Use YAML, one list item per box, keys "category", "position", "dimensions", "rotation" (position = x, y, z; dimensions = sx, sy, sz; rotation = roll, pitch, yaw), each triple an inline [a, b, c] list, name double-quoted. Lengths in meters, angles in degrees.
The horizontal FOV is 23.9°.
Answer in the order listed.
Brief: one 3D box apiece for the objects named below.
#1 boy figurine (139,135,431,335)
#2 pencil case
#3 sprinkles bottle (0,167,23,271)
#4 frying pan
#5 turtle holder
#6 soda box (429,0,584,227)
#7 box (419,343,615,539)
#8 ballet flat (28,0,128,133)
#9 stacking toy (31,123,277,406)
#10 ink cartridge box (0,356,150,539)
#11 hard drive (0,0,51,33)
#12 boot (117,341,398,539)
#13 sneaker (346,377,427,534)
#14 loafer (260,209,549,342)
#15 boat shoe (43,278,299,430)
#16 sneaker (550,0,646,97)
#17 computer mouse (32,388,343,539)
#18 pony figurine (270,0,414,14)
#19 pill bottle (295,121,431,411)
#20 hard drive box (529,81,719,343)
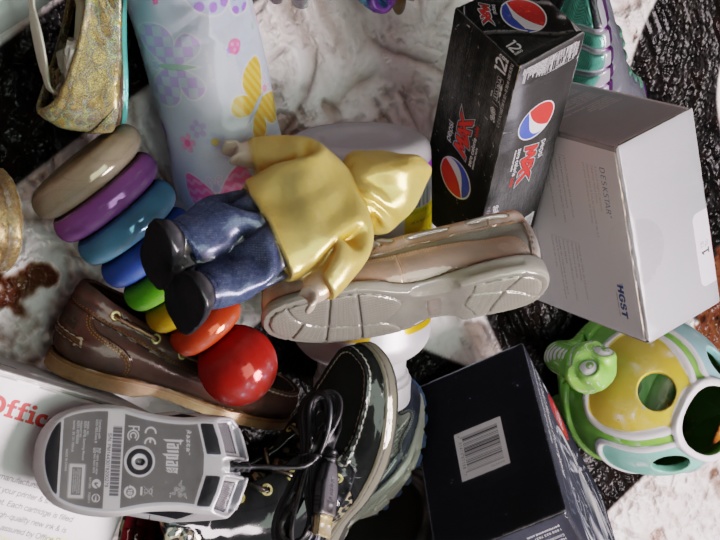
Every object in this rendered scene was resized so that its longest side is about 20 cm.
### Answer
- category: "boy figurine"
  position: [-0.043, -0.036, 1.090]
  dimensions: [0.199, 0.064, 0.125]
  rotation: [-27, 76, -32]
- category: "pencil case"
  position: [-0.102, -0.116, 1.137]
  dimensions: [0.083, 0.090, 0.202]
  rotation: [-37, 125, -46]
- category: "sprinkles bottle"
  position: [-0.307, -0.025, 1.028]
  dimensions: [0.199, 0.068, 0.069]
  rotation: [-6, 107, -34]
- category: "frying pan"
  position: [0.002, 0.236, 1.347]
  dimensions: [0.191, 0.031, 0.115]
  rotation: [-52, 126, -7]
- category: "turtle holder"
  position: [0.237, 0.092, 1.408]
  dimensions: [0.141, 0.131, 0.186]
  rotation: [-43, 124, -16]
- category: "soda box"
  position: [0.095, -0.102, 1.193]
  dimensions: [0.063, 0.071, 0.201]
  rotation: [-27, 148, -28]
- category: "box"
  position: [0.128, 0.196, 1.308]
  dimensions: [0.103, 0.201, 0.183]
  rotation: [-23, 123, 10]
- category: "ballet flat"
  position: [-0.172, -0.184, 1.050]
  dimensions: [0.070, 0.071, 0.202]
  rotation: [-4, 106, -34]
- category: "stacking toy"
  position: [-0.125, 0.004, 1.121]
  dimensions: [0.085, 0.085, 0.200]
  rotation: [-42, 105, -18]
- category: "ink cartridge box"
  position: [-0.242, 0.161, 1.118]
  dimensions: [0.144, 0.084, 0.202]
  rotation: [22, 90, -38]
- category: "hard drive"
  position: [-0.249, -0.207, 1.042]
  dimensions: [0.200, 0.026, 0.133]
  rotation: [-38, 122, -21]
- category: "boot"
  position: [-0.069, 0.139, 1.156]
  dimensions: [0.153, 0.073, 0.205]
  rotation: [7, 115, -40]
- category: "sneaker"
  position: [-0.026, 0.155, 1.278]
  dimensions: [0.085, 0.077, 0.201]
  rotation: [42, 78, -32]
- category: "loafer"
  position: [0.027, 0.002, 1.156]
  dimensions: [0.198, 0.063, 0.072]
  rotation: [-8, 149, -8]
- category: "boat shoe"
  position: [-0.120, 0.060, 1.183]
  dimensions: [0.199, 0.070, 0.071]
  rotation: [19, 97, -37]
- category: "sneaker"
  position: [0.188, -0.159, 1.347]
  dimensions: [0.087, 0.074, 0.201]
  rotation: [-34, 132, -34]
- category: "computer mouse"
  position: [-0.111, 0.124, 1.095]
  dimensions: [0.198, 0.044, 0.111]
  rotation: [6, 78, -12]
- category: "pony figurine"
  position: [0.022, -0.253, 1.135]
  dimensions: [0.165, 0.193, 0.202]
  rotation: [3, 112, 4]
- category: "pill bottle"
  position: [0.000, 0.000, 1.230]
  dimensions: [0.104, 0.104, 0.202]
  rotation: [-11, 110, -32]
- category: "hard drive box"
  position: [0.162, -0.053, 1.270]
  dimensions: [0.076, 0.199, 0.157]
  rotation: [-26, 118, -26]
